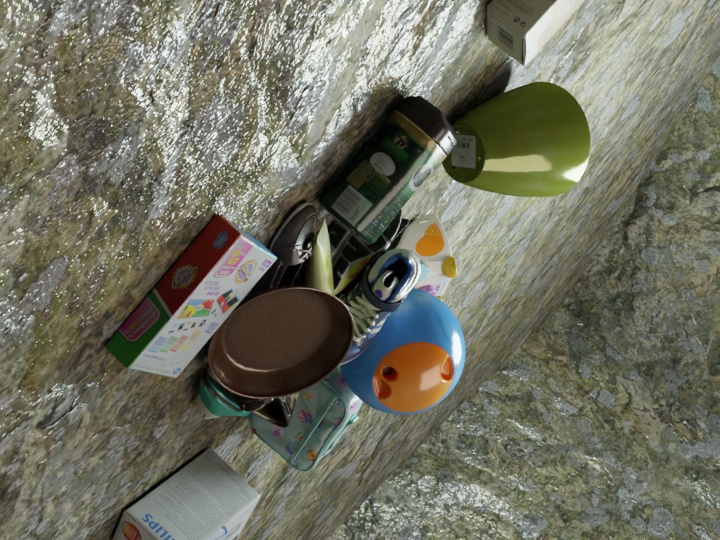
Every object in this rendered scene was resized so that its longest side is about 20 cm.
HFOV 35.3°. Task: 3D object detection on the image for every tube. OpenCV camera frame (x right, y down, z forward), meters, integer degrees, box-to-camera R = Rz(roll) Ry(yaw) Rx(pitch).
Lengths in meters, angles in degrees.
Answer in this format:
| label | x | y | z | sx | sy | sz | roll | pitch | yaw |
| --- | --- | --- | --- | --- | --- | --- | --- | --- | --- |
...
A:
| label | x | y | z | sx | sy | sz | roll | pitch | yaw |
| --- | --- | --- | --- | --- | --- | --- | --- | --- | --- |
| tube | -0.057 | 0.033 | 1.558 | 0.052 | 0.058 | 0.200 | -13 | 117 | -33 |

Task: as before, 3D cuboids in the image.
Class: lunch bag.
| label | x | y | z | sx | sy | sz | roll | pitch | yaw |
| --- | --- | --- | --- | --- | --- | --- | --- | --- | --- |
| lunch bag | -0.089 | 0.228 | 1.877 | 0.077 | 0.160 | 0.200 | -30 | 156 | -52 |

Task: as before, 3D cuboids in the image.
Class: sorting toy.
| label | x | y | z | sx | sy | sz | roll | pitch | yaw |
| --- | --- | --- | --- | --- | --- | --- | --- | --- | --- |
| sorting toy | 0.057 | 0.021 | 1.968 | 0.180 | 0.107 | 0.200 | -20 | 152 | -25 |

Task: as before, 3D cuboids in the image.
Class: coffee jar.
| label | x | y | z | sx | sy | sz | roll | pitch | yaw |
| --- | --- | --- | --- | --- | --- | --- | --- | --- | --- |
| coffee jar | 0.041 | -0.137 | 1.513 | 0.200 | 0.085 | 0.104 | -49 | 162 | 2 |

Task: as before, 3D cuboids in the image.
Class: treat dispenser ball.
| label | x | y | z | sx | sy | sz | roll | pitch | yaw |
| --- | --- | --- | --- | --- | --- | --- | --- | --- | --- |
| treat dispenser ball | 0.065 | 0.126 | 1.779 | 0.201 | 0.201 | 0.201 | -45 | 164 | -16 |

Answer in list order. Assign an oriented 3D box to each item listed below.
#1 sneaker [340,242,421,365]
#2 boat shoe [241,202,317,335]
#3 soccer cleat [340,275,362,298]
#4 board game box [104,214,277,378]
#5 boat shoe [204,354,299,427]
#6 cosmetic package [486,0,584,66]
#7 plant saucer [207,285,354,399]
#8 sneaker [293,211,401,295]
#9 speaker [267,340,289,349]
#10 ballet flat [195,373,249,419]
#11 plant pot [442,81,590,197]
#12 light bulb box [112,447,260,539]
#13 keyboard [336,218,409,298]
| label | x | y | z | sx | sy | sz | roll | pitch | yaw |
| --- | --- | --- | --- | --- | --- | --- | --- | --- | --- |
| sneaker | 0.009 | 0.047 | 1.627 | 0.200 | 0.081 | 0.146 | -46 | 172 | -9 |
| boat shoe | -0.099 | 0.001 | 1.502 | 0.200 | 0.057 | 0.067 | -57 | 163 | 26 |
| soccer cleat | -0.049 | 0.073 | 1.819 | 0.200 | 0.067 | 0.081 | -50 | 157 | -25 |
| board game box | -0.196 | 0.036 | 1.345 | 0.200 | 0.040 | 0.153 | -50 | 165 | 0 |
| boat shoe | -0.148 | 0.168 | 1.596 | 0.073 | 0.065 | 0.200 | -18 | 148 | 26 |
| cosmetic package | 0.265 | -0.391 | 1.558 | 0.200 | 0.071 | 0.105 | -48 | 164 | -5 |
| plant saucer | -0.108 | 0.089 | 1.504 | 0.200 | 0.037 | 0.201 | -12 | 133 | -14 |
| sneaker | -0.020 | -0.029 | 1.647 | 0.200 | 0.078 | 0.090 | -43 | 173 | -1 |
| speaker | -0.126 | 0.110 | 1.646 | 0.081 | 0.081 | 0.200 | -45 | 164 | -17 |
| ballet flat | -0.202 | 0.193 | 1.669 | 0.070 | 0.067 | 0.200 | -37 | 165 | 10 |
| plant pot | 0.223 | -0.195 | 1.766 | 0.200 | 0.187 | 0.187 | -13 | 144 | -41 |
| light bulb box | -0.297 | 0.432 | 1.852 | 0.200 | 0.125 | 0.198 | -34 | 159 | -46 |
| keyboard | 0.000 | 0.000 | 1.727 | 0.200 | 0.040 | 0.104 | -45 | -162 | -11 |
